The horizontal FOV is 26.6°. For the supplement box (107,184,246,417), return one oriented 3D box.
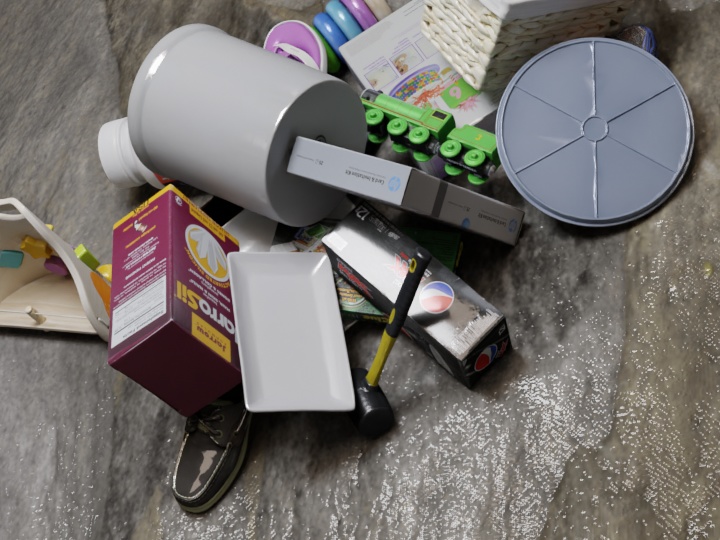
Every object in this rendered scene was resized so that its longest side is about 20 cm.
[{"bbox_3d":[-0.181,0.028,1.505,0.085,0.110,0.201,-33,38,21],"label":"supplement box"}]

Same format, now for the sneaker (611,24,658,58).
[{"bbox_3d":[0.239,-0.192,1.603,0.200,0.079,0.075,-45,45,-14],"label":"sneaker"}]

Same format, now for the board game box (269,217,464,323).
[{"bbox_3d":[0.000,0.000,1.561,0.198,0.024,0.105,8,63,17],"label":"board game box"}]

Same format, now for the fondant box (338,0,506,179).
[{"bbox_3d":[0.085,-0.210,1.697,0.144,0.058,0.200,-32,54,0],"label":"fondant box"}]

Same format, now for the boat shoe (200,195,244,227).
[{"bbox_3d":[-0.133,-0.072,1.714,0.070,0.070,0.200,19,61,44],"label":"boat shoe"}]

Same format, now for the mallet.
[{"bbox_3d":[0.031,0.071,1.428,0.041,0.201,0.066,1,44,-29],"label":"mallet"}]

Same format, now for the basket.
[{"bbox_3d":[0.175,-0.285,1.623,0.199,0.124,0.136,-14,51,-33],"label":"basket"}]

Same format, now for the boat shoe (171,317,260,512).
[{"bbox_3d":[-0.141,0.138,1.510,0.071,0.066,0.202,16,72,28],"label":"boat shoe"}]

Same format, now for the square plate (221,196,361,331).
[{"bbox_3d":[-0.072,0.006,1.607,0.200,0.028,0.198,-39,61,-6],"label":"square plate"}]

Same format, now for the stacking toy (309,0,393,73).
[{"bbox_3d":[-0.053,-0.266,1.840,0.200,0.085,0.085,-37,43,0],"label":"stacking toy"}]

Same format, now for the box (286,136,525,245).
[{"bbox_3d":[0.047,-0.079,1.528,0.155,0.199,0.041,19,93,39],"label":"box"}]

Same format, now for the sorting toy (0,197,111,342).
[{"bbox_3d":[-0.376,-0.016,1.719,0.199,0.180,0.107,3,53,31],"label":"sorting toy"}]

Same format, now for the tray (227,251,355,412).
[{"bbox_3d":[-0.071,0.062,1.489,0.107,0.022,0.201,1,48,-14],"label":"tray"}]

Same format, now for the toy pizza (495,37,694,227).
[{"bbox_3d":[0.236,-0.138,1.538,0.198,0.032,0.202,-1,75,4],"label":"toy pizza"}]

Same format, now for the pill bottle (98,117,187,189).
[{"bbox_3d":[-0.204,-0.158,1.801,0.199,0.112,0.112,-13,46,20],"label":"pill bottle"}]

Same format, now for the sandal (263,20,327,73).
[{"bbox_3d":[-0.079,-0.222,1.755,0.082,0.050,0.204,-23,52,16],"label":"sandal"}]

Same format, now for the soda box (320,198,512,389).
[{"bbox_3d":[0.054,0.022,1.483,0.063,0.071,0.200,-42,62,-12],"label":"soda box"}]

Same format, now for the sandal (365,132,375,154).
[{"bbox_3d":[-0.027,-0.112,1.716,0.076,0.043,0.200,18,55,30],"label":"sandal"}]

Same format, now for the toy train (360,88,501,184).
[{"bbox_3d":[0.066,-0.147,1.609,0.199,0.042,0.056,26,63,30],"label":"toy train"}]

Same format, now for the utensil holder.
[{"bbox_3d":[-0.115,-0.151,1.596,0.199,0.170,0.170,23,65,34],"label":"utensil holder"}]
